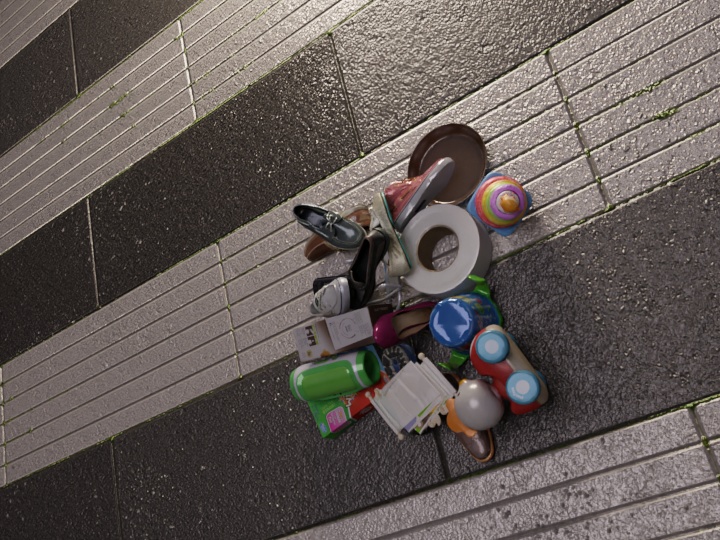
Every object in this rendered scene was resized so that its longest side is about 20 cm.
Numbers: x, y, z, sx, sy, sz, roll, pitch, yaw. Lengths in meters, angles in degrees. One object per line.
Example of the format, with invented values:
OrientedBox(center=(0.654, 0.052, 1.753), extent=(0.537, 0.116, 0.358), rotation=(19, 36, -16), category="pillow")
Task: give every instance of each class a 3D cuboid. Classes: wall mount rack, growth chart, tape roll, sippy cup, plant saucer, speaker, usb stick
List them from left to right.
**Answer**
OrientedBox(center=(-0.057, 0.234, 1.675), extent=(0.199, 0.088, 0.089), rotation=(-18, 68, 29), category="speaker")
OrientedBox(center=(-0.050, 0.039, 1.765), extent=(0.199, 0.032, 0.056), rotation=(-6, 89, 55), category="usb stick")
OrientedBox(center=(0.033, 0.007, 1.738), extent=(0.174, 0.074, 0.201), rotation=(140, 129, -59), category="wall mount rack")
OrientedBox(center=(0.109, 0.265, 1.553), extent=(0.200, 0.018, 0.145), rotation=(-43, 76, 33), category="growth chart")
OrientedBox(center=(0.181, -0.040, 1.647), extent=(0.201, 0.071, 0.204), rotation=(-9, 73, 32), category="tape roll")
OrientedBox(center=(0.199, -0.234, 1.710), extent=(0.199, 0.032, 0.202), rotation=(-10, 73, 33), category="plant saucer")
OrientedBox(center=(0.206, 0.107, 1.542), extent=(0.139, 0.130, 0.179), rotation=(-18, 77, 26), category="sippy cup")

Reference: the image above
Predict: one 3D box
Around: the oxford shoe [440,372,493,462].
OrientedBox(center=(0.201, 0.299, 1.541), extent=(0.071, 0.073, 0.201), rotation=(-40, 59, 18), category="oxford shoe")

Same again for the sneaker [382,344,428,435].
OrientedBox(center=(0.113, 0.250, 1.613), extent=(0.078, 0.089, 0.201), rotation=(-12, 91, 36), category="sneaker")

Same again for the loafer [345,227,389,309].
OrientedBox(center=(0.000, 0.000, 1.623), extent=(0.072, 0.063, 0.201), rotation=(34, 120, 25), category="loafer")

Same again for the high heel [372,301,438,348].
OrientedBox(center=(0.103, 0.105, 1.588), extent=(0.096, 0.200, 0.068), rotation=(-24, 93, 33), category="high heel")

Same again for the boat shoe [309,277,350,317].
OrientedBox(center=(-0.071, 0.072, 1.680), extent=(0.066, 0.200, 0.074), rotation=(-8, 71, -15), category="boat shoe")

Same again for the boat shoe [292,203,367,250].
OrientedBox(center=(-0.076, -0.105, 1.760), extent=(0.199, 0.062, 0.073), rotation=(27, 89, 27), category="boat shoe")

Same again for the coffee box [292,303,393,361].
OrientedBox(center=(-0.031, 0.136, 1.657), extent=(0.199, 0.114, 0.080), rotation=(-18, 84, 30), category="coffee box")

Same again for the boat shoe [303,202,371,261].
OrientedBox(center=(-0.054, -0.079, 1.815), extent=(0.200, 0.076, 0.072), rotation=(-38, 62, 22), category="boat shoe")

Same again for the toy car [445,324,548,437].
OrientedBox(center=(0.234, 0.224, 1.440), extent=(0.200, 0.184, 0.177), rotation=(-39, 75, 10), category="toy car")

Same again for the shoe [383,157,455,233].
OrientedBox(center=(0.119, -0.186, 1.688), extent=(0.091, 0.071, 0.200), rotation=(46, 109, 27), category="shoe")

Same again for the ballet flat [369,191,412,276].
OrientedBox(center=(0.052, -0.079, 1.645), extent=(0.062, 0.067, 0.201), rotation=(-20, 71, -1), category="ballet flat")

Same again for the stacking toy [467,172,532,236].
OrientedBox(center=(0.289, -0.135, 1.513), extent=(0.116, 0.200, 0.110), rotation=(34, 97, 1), category="stacking toy")

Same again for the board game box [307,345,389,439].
OrientedBox(center=(-0.033, 0.265, 1.728), extent=(0.200, 0.040, 0.154), rotation=(-40, 59, 19), category="board game box")
